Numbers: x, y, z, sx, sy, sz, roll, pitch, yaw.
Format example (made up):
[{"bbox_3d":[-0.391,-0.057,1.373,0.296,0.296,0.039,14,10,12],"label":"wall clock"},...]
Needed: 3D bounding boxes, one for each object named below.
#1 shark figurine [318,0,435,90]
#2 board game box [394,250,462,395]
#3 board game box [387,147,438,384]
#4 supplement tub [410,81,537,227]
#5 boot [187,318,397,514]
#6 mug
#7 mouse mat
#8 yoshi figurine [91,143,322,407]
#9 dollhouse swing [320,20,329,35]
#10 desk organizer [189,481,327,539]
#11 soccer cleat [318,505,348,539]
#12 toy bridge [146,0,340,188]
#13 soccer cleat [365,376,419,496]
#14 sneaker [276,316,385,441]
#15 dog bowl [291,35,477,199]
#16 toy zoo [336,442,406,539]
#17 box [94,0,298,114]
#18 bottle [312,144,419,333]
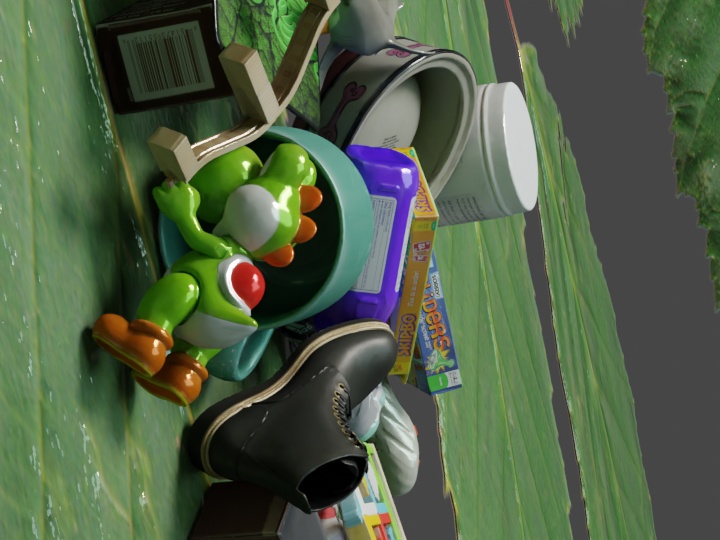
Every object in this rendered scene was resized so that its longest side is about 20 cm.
[{"bbox_3d":[0.028,-0.213,1.399,0.215,0.089,0.129,-56,163,-60],"label":"shark figurine"},{"bbox_3d":[0.042,0.039,1.611,0.200,0.034,0.136,-158,-125,-76],"label":"board game box"},{"bbox_3d":[0.034,0.000,1.463,0.096,0.030,0.201,-107,-163,-47],"label":"board game box"},{"bbox_3d":[0.063,-0.106,1.628,0.132,0.199,0.133,-7,90,-72],"label":"supplement tub"},{"bbox_3d":[-0.014,0.117,1.272,0.200,0.138,0.078,-36,124,-29],"label":"boot"},{"bbox_3d":[-0.077,-0.025,1.292,0.152,0.185,0.114,51,17,7],"label":"mug"},{"bbox_3d":[-0.070,-0.209,1.264,0.200,0.007,0.162,36,49,-66],"label":"mouse mat"},{"bbox_3d":[-0.113,-0.013,1.186,0.200,0.112,0.112,-55,-169,-15],"label":"yoshi figurine"},{"bbox_3d":[-0.015,-0.319,1.482,0.182,0.175,0.201,-164,-118,-70],"label":"dollhouse swing"},{"bbox_3d":[-0.061,0.259,1.310,0.072,0.077,0.201,-70,148,-53],"label":"desk organizer"},{"bbox_3d":[-0.039,0.239,1.428,0.073,0.068,0.200,-59,148,-25],"label":"soccer cleat"},{"bbox_3d":[-0.078,-0.131,1.179,0.200,0.027,0.067,-53,147,-24],"label":"toy bridge"},{"bbox_3d":[0.004,0.123,1.589,0.077,0.069,0.201,-17,94,-62],"label":"soccer cleat"},{"bbox_3d":[-0.044,0.059,1.455,0.140,0.077,0.201,1,73,-70],"label":"sneaker"},{"bbox_3d":[0.015,-0.120,1.479,0.200,0.074,0.201,-40,149,-30],"label":"dog bowl"},{"bbox_3d":[0.007,0.210,1.416,0.200,0.020,0.132,33,37,-78],"label":"toy zoo"},{"bbox_3d":[-0.115,-0.186,1.283,0.200,0.100,0.075,-52,132,-65],"label":"box"},{"bbox_3d":[0.000,0.000,1.378,0.084,0.065,0.201,-124,-138,-68],"label":"bottle"}]
